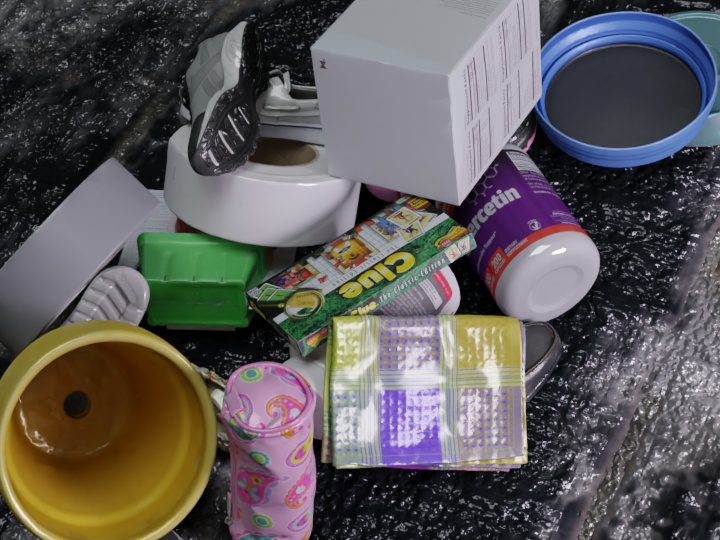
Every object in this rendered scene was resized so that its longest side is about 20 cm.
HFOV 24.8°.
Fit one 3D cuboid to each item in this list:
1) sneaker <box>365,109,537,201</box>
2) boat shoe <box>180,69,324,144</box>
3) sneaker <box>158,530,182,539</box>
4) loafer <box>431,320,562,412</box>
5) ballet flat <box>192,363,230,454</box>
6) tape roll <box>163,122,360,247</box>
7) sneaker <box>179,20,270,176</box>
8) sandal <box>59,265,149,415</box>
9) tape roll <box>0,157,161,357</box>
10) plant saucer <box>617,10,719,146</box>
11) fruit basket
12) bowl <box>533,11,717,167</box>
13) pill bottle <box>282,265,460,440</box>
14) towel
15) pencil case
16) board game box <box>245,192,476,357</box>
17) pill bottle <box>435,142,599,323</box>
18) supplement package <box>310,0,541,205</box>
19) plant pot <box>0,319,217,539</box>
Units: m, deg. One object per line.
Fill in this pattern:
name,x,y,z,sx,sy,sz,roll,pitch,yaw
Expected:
sneaker,0.095,-0.144,1.740,0.199,0.096,0.079,-21,50,-8
boat shoe,-0.086,-0.175,1.705,0.198,0.066,0.072,9,23,-1
sneaker,-0.180,0.281,1.440,0.075,0.116,0.201,-18,51,-5
loafer,0.109,0.103,1.556,0.199,0.073,0.073,-34,53,-17
ballet flat,-0.144,0.128,1.587,0.199,0.064,0.076,21,61,25
tape roll,-0.099,-0.095,1.689,0.201,0.071,0.203,8,24,-3
sneaker,-0.143,-0.164,1.628,0.079,0.074,0.201,-12,42,21
sandal,-0.276,0.082,1.628,0.082,0.050,0.203,42,98,-3
tape roll,-0.279,-0.013,1.549,0.066,0.200,0.201,42,63,-6
plant saucer,0.367,-0.219,1.794,0.198,0.028,0.201,-5,51,6
fruit basket,-0.156,-0.020,1.706,0.184,0.094,0.200,1,32,3
bowl,0.279,-0.192,1.747,0.199,0.039,0.202,-5,53,7
pill bottle,0.001,0.065,1.567,0.110,0.111,0.200,23,52,25
towel,0.063,0.111,1.501,0.198,0.023,0.145,3,89,-19
pencil case,-0.081,0.172,1.456,0.087,0.201,0.088,2,47,-2
board game box,0.000,0.000,1.540,0.199,0.024,0.105,-32,42,-17
pill bottle,0.148,-0.050,1.644,0.112,0.113,0.200,-25,52,-10
supplement package,0.070,-0.194,1.612,0.151,0.151,0.200,15,44,25
plant pot,-0.248,0.137,1.504,0.200,0.202,0.189,-29,17,-13
